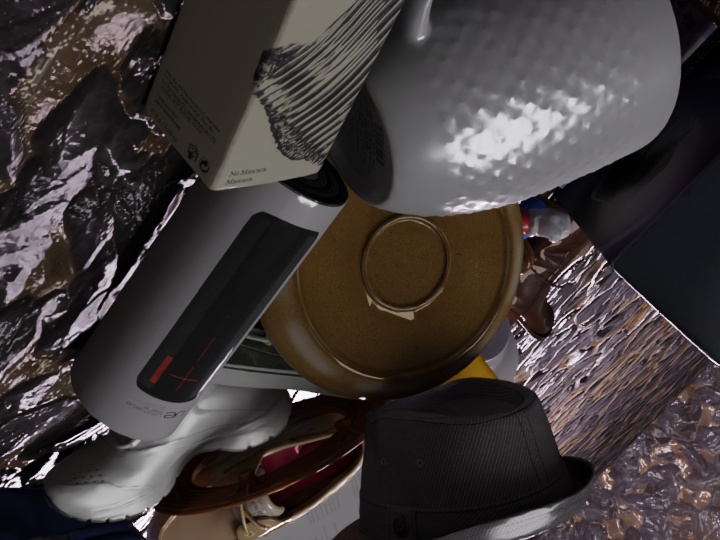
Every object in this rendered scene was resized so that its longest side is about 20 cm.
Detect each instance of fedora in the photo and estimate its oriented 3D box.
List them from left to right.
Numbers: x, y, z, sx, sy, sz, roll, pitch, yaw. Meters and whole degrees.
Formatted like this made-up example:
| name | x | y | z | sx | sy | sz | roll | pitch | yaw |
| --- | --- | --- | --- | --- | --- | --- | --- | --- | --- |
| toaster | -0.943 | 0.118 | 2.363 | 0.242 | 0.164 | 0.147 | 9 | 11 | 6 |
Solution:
| name | x | y | z | sx | sy | sz | roll | pitch | yaw |
| --- | --- | --- | --- | --- | --- | --- | --- | --- | --- |
| fedora | 0.061 | 0.128 | 0.752 | 0.176 | 0.091 | 0.200 | -15 | -178 | -33 |

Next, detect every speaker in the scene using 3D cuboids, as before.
| name | x | y | z | sx | sy | sz | roll | pitch | yaw |
| --- | --- | --- | --- | --- | --- | --- | --- | --- | --- |
| speaker | -0.095 | 0.009 | 0.658 | 0.200 | 0.081 | 0.081 | -51 | 155 | 22 |

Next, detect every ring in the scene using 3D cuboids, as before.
| name | x | y | z | sx | sy | sz | roll | pitch | yaw |
| --- | --- | --- | --- | --- | --- | --- | --- | --- | --- |
| ring | -0.074 | 0.135 | 0.859 | 0.199 | 0.019 | 0.200 | -21 | -171 | 3 |

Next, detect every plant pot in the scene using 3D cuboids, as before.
| name | x | y | z | sx | sy | sz | roll | pitch | yaw |
| --- | --- | --- | --- | --- | --- | --- | --- | --- | --- |
| plant pot | 0.026 | -0.007 | 0.720 | 0.199 | 0.027 | 0.201 | -5 | 102 | -22 |

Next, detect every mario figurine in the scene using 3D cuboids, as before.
| name | x | y | z | sx | sy | sz | roll | pitch | yaw |
| --- | --- | --- | --- | --- | --- | --- | --- | --- | --- |
| mario figurine | 0.112 | 0.003 | 0.935 | 0.200 | 0.106 | 0.124 | -24 | 125 | -49 |

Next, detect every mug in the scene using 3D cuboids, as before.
| name | x | y | z | sx | sy | sz | roll | pitch | yaw |
| --- | --- | --- | --- | --- | --- | --- | --- | --- | --- |
| mug | 0.070 | -0.125 | 0.608 | 0.175 | 0.148 | 0.201 | -24 | 146 | -21 |

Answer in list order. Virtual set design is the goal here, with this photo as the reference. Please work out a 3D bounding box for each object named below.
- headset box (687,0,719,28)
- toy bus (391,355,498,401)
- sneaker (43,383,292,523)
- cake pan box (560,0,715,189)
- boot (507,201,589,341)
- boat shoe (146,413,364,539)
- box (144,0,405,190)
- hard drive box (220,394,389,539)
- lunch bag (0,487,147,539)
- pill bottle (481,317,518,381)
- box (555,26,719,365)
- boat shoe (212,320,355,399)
| name | x | y | z | sx | sy | sz | roll | pitch | yaw |
| --- | --- | --- | --- | --- | --- | --- | --- | --- | --- |
| headset box | 0.280 | -0.220 | 0.697 | 0.148 | 0.200 | 0.077 | -34 | 156 | -16 |
| toy bus | 0.070 | 0.098 | 0.905 | 0.065 | 0.078 | 0.200 | -59 | 140 | -18 |
| sneaker | -0.142 | 0.107 | 0.792 | 0.199 | 0.074 | 0.088 | -29 | 134 | -30 |
| cake pan box | 0.195 | -0.157 | 0.867 | 0.184 | 0.052 | 0.200 | -49 | 157 | 10 |
| boot | 0.219 | -0.023 | 1.133 | 0.200 | 0.064 | 0.186 | -53 | 157 | 13 |
| boat shoe | -0.082 | 0.178 | 0.887 | 0.199 | 0.074 | 0.069 | -32 | -172 | -13 |
| box | -0.028 | -0.137 | 0.522 | 0.082 | 0.068 | 0.200 | -16 | 147 | -44 |
| hard drive box | -0.028 | 0.196 | 1.020 | 0.199 | 0.077 | 0.156 | -28 | 138 | -17 |
| lunch bag | -0.221 | 0.235 | 0.774 | 0.132 | 0.136 | 0.200 | -42 | 159 | 8 |
| pill bottle | 0.093 | 0.106 | 1.082 | 0.112 | 0.113 | 0.200 | -31 | 155 | -23 |
| box | 0.272 | -0.068 | 0.821 | 0.200 | 0.123 | 0.199 | -47 | -166 | 12 |
| boat shoe | -0.023 | 0.044 | 0.758 | 0.199 | 0.071 | 0.064 | 1 | 129 | -12 |
